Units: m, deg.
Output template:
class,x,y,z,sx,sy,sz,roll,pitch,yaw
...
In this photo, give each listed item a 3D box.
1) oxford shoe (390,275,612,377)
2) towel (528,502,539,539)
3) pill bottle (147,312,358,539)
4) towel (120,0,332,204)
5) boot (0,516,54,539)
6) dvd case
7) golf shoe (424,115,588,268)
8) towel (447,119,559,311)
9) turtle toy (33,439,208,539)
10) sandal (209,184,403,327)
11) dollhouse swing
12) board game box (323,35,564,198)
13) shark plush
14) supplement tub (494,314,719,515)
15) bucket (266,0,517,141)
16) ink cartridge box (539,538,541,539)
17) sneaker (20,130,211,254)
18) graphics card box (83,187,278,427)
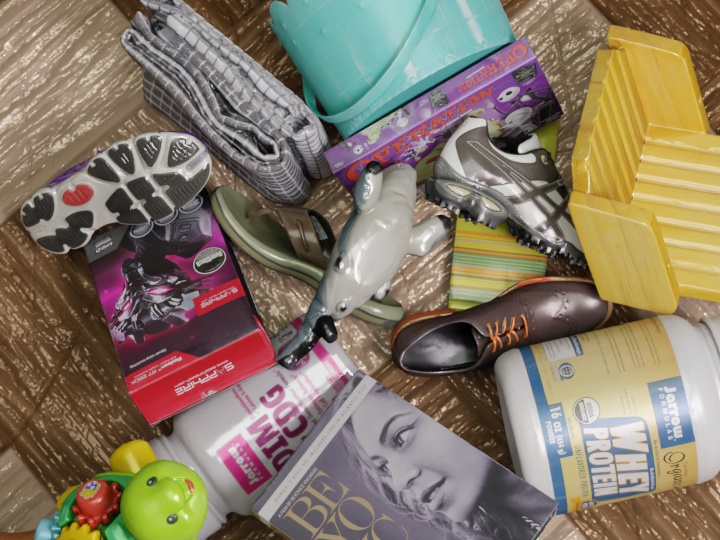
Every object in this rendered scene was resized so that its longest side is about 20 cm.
class,x,y,z,sx,sy,sz,roll,pitch,yaw
oxford shoe,0.124,0.056,1.630,0.199,0.073,0.072,-17,99,5
towel,0.048,0.257,1.492,0.199,0.031,0.150,-5,79,3
pill bottle,-0.089,0.137,1.614,0.200,0.113,0.114,-37,78,-5
towel,-0.119,-0.147,1.656,0.200,0.166,0.086,41,88,11
boot,-0.333,0.242,1.634,0.155,0.077,0.200,37,89,15
dvd case,0.035,0.189,1.494,0.199,0.016,0.149,33,69,18
golf shoe,0.155,-0.065,1.627,0.199,0.078,0.095,24,87,-26
towel,0.130,-0.055,1.695,0.086,0.018,0.201,7,77,0
turtle toy,-0.187,0.215,1.513,0.200,0.101,0.146,-40,74,32
sandal,-0.042,-0.022,1.662,0.200,0.080,0.058,31,108,1
dollhouse swing,0.292,-0.083,1.589,0.175,0.182,0.201,1,53,24
board game box,0.075,-0.120,1.643,0.199,0.120,0.032,-30,59,7
shark plush,0.000,0.000,1.580,0.091,0.083,0.201,24,85,-23
supplement tub,0.222,0.119,1.582,0.199,0.145,0.145,-13,77,1
bucket,0.031,-0.209,1.646,0.206,0.207,0.135,-29,82,-3
ink cartridge box,0.062,0.230,1.577,0.200,0.125,0.129,42,83,12
sneaker,-0.215,-0.086,1.659,0.199,0.081,0.084,-17,30,30
graphics card box,-0.158,0.027,1.626,0.125,0.051,0.200,-26,44,2
